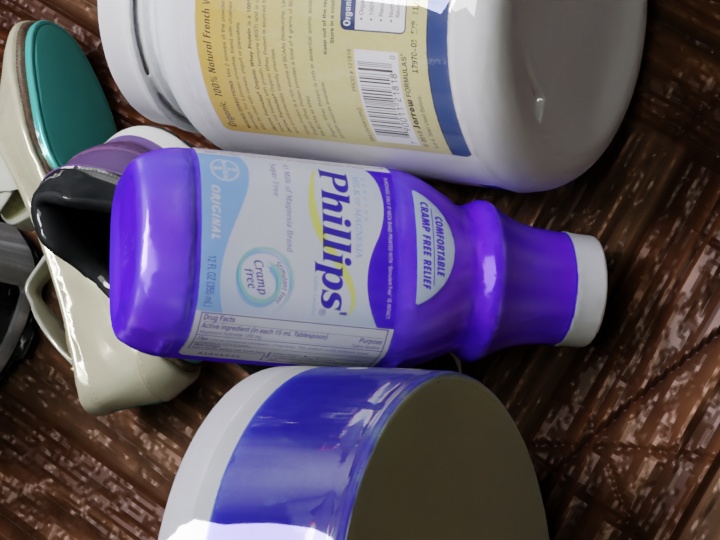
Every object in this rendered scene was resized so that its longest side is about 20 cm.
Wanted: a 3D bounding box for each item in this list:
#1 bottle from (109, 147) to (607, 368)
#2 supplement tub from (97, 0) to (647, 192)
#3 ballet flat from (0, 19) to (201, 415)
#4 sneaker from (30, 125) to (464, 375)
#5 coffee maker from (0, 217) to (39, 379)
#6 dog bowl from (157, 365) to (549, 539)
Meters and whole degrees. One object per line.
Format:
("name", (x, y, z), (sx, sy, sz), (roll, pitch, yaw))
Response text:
("bottle", (0.000, 0.000, 1.146), (0.065, 0.199, 0.084), (132, 141, -63))
("supplement tub", (0.004, -0.112, 1.191), (0.199, 0.144, 0.145), (8, 82, 31))
("ballet flat", (-0.135, -0.021, 1.298), (0.069, 0.069, 0.200), (-33, 63, 19))
("sneaker", (-0.054, 0.020, 1.199), (0.200, 0.088, 0.076), (33, 116, 13))
("coffee maker", (-0.267, -0.027, 1.295), (0.135, 0.200, 0.192), (-43, 63, 12))
("dog bowl", (0.002, 0.137, 1.098), (0.079, 0.200, 0.201), (-2, 77, 28))
